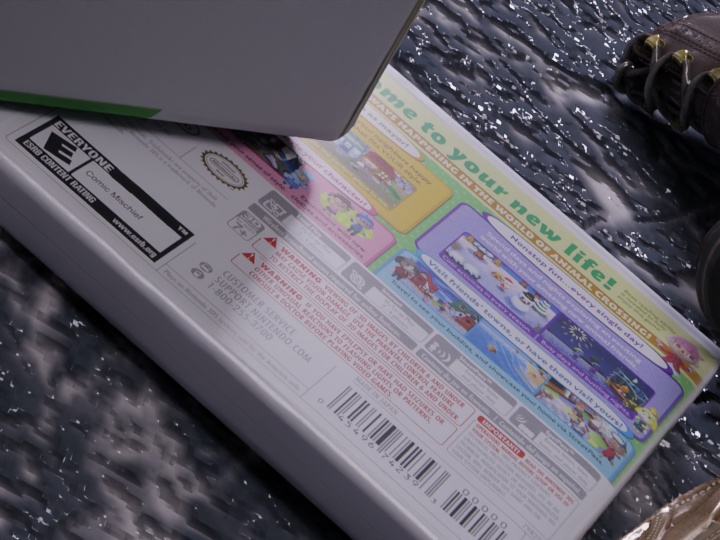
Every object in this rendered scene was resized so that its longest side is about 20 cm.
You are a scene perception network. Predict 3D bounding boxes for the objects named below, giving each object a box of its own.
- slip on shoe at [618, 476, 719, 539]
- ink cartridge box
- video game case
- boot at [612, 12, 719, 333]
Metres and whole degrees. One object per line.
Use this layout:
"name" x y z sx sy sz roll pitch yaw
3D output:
"slip on shoe" 0.100 0.097 0.706 0.076 0.061 0.200 48 34 13
"ink cartridge box" -0.084 -0.139 0.762 0.146 0.084 0.200 4 41 -36
"video game case" 0.000 0.000 0.756 0.200 0.022 0.182 41 33 7
"boot" 0.148 -0.039 0.894 0.200 0.069 0.174 -11 32 -34
